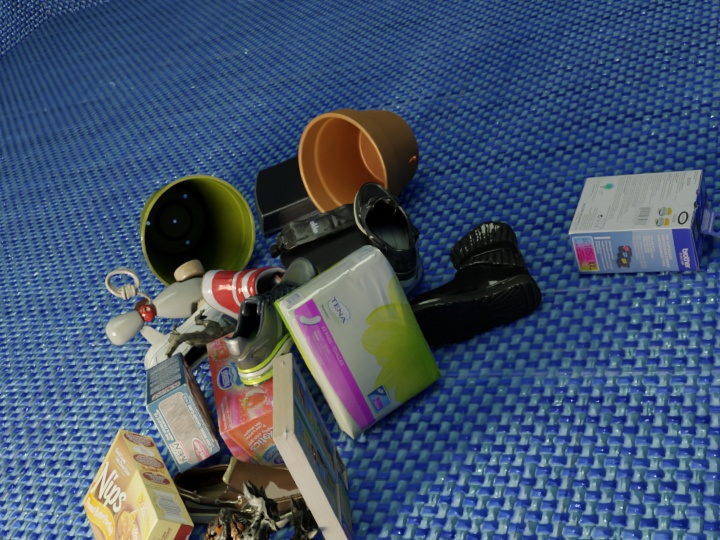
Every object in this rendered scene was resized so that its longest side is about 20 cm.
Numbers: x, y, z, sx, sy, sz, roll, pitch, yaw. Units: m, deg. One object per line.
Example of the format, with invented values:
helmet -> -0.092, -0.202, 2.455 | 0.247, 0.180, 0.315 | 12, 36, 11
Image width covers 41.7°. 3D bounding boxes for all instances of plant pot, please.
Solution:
plant pot -> 0.008, -0.191, 1.635 | 0.197, 0.204, 0.139 | 8, 27, 39
plant pot -> -0.308, -0.076, 1.676 | 0.199, 0.203, 0.192 | -33, 22, -15

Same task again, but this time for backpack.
backpack -> 0.000, 0.000, 1.386 | 0.189, 0.155, 0.200 | -37, 51, -16

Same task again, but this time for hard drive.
hard drive -> -0.141, -0.150, 1.788 | 0.133, 0.043, 0.201 | -21, 33, 5

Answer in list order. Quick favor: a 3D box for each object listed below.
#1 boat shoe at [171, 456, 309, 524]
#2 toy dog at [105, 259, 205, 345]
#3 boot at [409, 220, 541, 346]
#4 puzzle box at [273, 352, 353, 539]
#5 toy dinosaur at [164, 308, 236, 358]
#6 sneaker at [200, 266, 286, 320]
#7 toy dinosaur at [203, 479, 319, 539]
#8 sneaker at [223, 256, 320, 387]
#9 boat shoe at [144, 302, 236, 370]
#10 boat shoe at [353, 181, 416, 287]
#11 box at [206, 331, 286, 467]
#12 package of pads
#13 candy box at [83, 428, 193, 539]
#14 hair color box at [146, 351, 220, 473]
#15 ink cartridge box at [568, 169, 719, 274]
boat shoe -> -0.146, 0.270, 1.168 | 0.198, 0.076, 0.075 | -12, 34, 18
toy dog -> -0.318, 0.065, 1.544 | 0.196, 0.097, 0.134 | -7, 65, -15
boot -> 0.141, 0.017, 1.337 | 0.207, 0.081, 0.159 | -14, 39, -4
puzzle box -> -0.054, 0.211, 1.078 | 0.025, 0.202, 0.134 | -17, 34, 7
toy dinosaur -> -0.231, 0.095, 1.394 | 0.087, 0.048, 0.198 | 19, 15, 37
sneaker -> -0.132, 0.044, 1.382 | 0.110, 0.199, 0.073 | -3, 75, 29
toy dinosaur -> -0.111, 0.325, 1.070 | 0.199, 0.102, 0.137 | 32, 92, 33
sneaker -> -0.112, 0.052, 1.245 | 0.073, 0.082, 0.202 | -2, 45, 33
boat shoe -> -0.242, 0.108, 1.478 | 0.071, 0.071, 0.200 | 34, 57, 27
boat shoe -> 0.035, -0.069, 1.308 | 0.073, 0.067, 0.202 | -3, 45, -7
box -> -0.139, 0.173, 1.278 | 0.093, 0.104, 0.201 | -24, 34, 0
package of pads -> 0.002, 0.088, 1.215 | 0.153, 0.203, 0.068 | -32, 17, -15
candy box -> -0.281, 0.302, 1.177 | 0.117, 0.055, 0.200 | -61, 34, 8
hair color box -> -0.241, 0.185, 1.269 | 0.060, 0.101, 0.200 | -27, 12, -8
ink cartridge box -> 0.400, -0.067, 1.300 | 0.197, 0.077, 0.137 | -3, 38, 31
